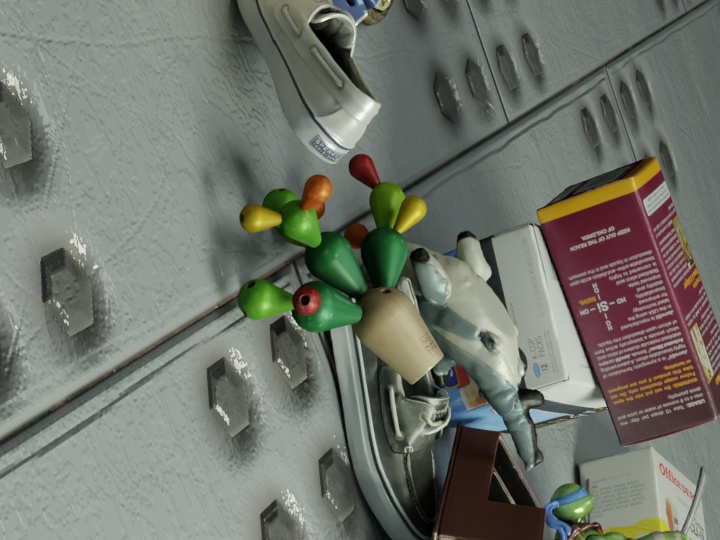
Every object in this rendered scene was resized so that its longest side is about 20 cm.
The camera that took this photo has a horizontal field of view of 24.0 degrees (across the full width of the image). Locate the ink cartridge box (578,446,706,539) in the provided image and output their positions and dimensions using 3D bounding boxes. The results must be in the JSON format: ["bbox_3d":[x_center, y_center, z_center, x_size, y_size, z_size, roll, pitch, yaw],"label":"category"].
[{"bbox_3d":[0.279,0.289,1.626,0.145,0.083,0.202,39,41,-51],"label":"ink cartridge box"}]

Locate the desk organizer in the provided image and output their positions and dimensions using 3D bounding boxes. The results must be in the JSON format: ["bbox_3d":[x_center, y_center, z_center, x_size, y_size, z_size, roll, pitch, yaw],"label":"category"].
[{"bbox_3d":[0.097,0.186,1.247,0.200,0.076,0.073,-64,160,-71],"label":"desk organizer"}]

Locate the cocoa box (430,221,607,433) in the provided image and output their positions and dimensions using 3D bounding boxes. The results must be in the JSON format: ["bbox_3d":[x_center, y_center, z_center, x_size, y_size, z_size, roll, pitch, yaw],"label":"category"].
[{"bbox_3d":[0.134,0.055,1.409,0.199,0.130,0.135,15,59,-62],"label":"cocoa box"}]

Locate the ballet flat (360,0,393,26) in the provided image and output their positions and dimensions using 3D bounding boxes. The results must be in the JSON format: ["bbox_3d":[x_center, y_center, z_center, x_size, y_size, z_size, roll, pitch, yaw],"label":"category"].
[{"bbox_3d":[0.024,-0.277,1.484,0.068,0.046,0.201,61,28,-24],"label":"ballet flat"}]

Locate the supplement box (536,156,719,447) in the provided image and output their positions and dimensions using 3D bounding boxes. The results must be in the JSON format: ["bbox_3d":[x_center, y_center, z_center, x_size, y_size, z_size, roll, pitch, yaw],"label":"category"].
[{"bbox_3d":[0.223,0.023,1.354,0.202,0.085,0.110,69,23,-4],"label":"supplement box"}]

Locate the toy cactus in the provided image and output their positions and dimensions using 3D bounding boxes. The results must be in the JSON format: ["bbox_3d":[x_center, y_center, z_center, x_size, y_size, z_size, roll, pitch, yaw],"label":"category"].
[{"bbox_3d":[0.000,0.000,1.173,0.165,0.102,0.200,49,29,1],"label":"toy cactus"}]

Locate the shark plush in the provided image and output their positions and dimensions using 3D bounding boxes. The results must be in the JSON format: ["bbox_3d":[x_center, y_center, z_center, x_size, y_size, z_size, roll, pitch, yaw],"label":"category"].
[{"bbox_3d":[0.082,0.057,1.289,0.201,0.083,0.091,51,31,-2],"label":"shark plush"}]

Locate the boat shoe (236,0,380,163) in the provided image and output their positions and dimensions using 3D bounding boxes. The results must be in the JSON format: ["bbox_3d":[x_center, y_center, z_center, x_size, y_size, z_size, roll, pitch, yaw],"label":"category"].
[{"bbox_3d":[-0.031,-0.162,1.215,0.073,0.065,0.201,28,29,-46],"label":"boat shoe"}]

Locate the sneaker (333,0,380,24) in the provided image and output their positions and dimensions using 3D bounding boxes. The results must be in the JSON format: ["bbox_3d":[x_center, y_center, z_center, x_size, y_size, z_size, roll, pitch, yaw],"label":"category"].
[{"bbox_3d":[-0.011,-0.288,1.356,0.116,0.080,0.200,56,43,-30],"label":"sneaker"}]

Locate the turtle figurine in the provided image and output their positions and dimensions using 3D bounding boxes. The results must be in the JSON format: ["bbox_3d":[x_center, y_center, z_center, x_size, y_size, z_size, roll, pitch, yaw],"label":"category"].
[{"bbox_3d":[0.240,0.275,1.487,0.199,0.142,0.197,0,79,-61],"label":"turtle figurine"}]

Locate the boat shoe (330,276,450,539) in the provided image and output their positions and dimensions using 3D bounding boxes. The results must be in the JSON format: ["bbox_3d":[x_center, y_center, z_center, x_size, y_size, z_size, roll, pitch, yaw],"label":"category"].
[{"bbox_3d":[0.030,0.102,1.233,0.072,0.070,0.203,-17,92,-66],"label":"boat shoe"}]
